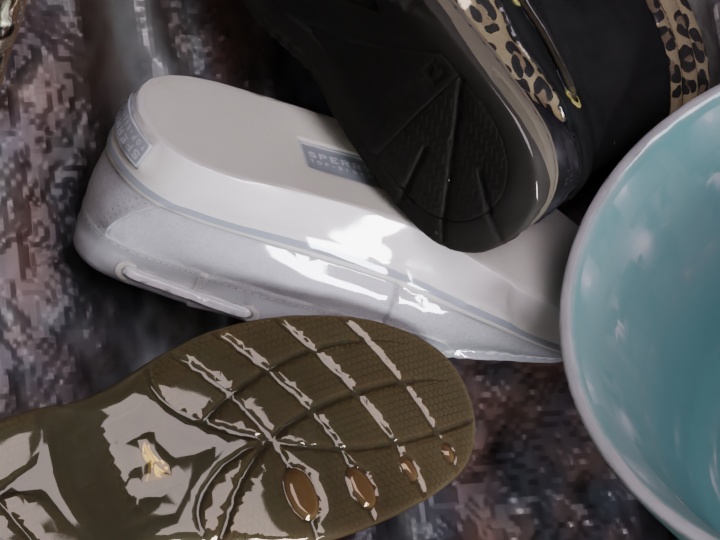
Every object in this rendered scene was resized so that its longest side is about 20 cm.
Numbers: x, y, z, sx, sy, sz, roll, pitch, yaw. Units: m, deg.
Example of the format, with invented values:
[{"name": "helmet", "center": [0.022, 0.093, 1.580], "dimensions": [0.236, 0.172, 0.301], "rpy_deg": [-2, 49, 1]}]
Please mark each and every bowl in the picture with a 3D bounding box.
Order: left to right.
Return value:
[{"name": "bowl", "center": [0.168, 0.037, 0.866], "dimensions": [0.199, 0.105, 0.202], "rpy_deg": [-6, 54, 8]}]

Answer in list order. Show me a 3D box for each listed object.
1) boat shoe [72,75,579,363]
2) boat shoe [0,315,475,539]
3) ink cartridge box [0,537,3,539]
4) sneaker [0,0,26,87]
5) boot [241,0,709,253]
[{"name": "boat shoe", "center": [0.000, 0.000, 0.882], "dimensions": [0.199, 0.069, 0.072], "rpy_deg": [14, 36, -32]}, {"name": "boat shoe", "center": [-0.060, 0.065, 0.834], "dimensions": [0.199, 0.068, 0.072], "rpy_deg": [-15, 79, -26]}, {"name": "ink cartridge box", "center": [-0.219, 0.087, 0.719], "dimensions": [0.199, 0.044, 0.174], "rpy_deg": [36, 60, 14]}, {"name": "sneaker", "center": [-0.136, -0.073, 0.805], "dimensions": [0.070, 0.075, 0.202], "rpy_deg": [8, 89, -26]}, {"name": "boot", "center": [0.032, -0.107, 0.904], "dimensions": [0.150, 0.073, 0.201], "rpy_deg": [-18, 71, -54]}]
